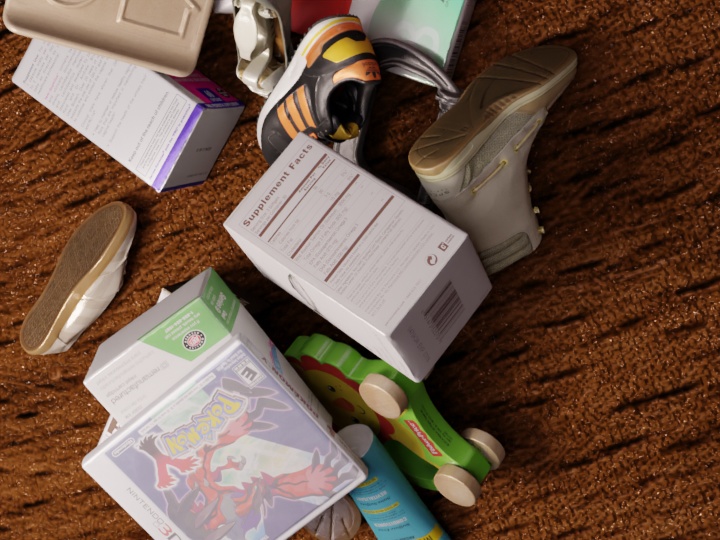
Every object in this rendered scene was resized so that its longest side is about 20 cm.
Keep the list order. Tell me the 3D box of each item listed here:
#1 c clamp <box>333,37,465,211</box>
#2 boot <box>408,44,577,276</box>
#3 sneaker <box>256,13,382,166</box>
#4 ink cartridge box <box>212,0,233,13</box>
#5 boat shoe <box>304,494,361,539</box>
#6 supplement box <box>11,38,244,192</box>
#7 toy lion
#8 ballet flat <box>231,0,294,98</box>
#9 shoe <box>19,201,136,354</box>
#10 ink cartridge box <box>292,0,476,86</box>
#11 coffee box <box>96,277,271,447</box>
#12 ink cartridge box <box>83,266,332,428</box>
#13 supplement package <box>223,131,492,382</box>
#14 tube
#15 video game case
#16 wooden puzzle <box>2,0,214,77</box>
[{"bbox_3d":[0.052,-0.119,1.320,0.170,0.027,0.201,23,125,24],"label":"c clamp"},{"bbox_3d":[0.142,-0.101,1.279,0.072,0.200,0.155,23,147,46],"label":"boot"},{"bbox_3d":[-0.039,-0.145,1.305,0.090,0.070,0.200,63,143,28],"label":"sneaker"},{"bbox_3d":[-0.063,-0.340,1.296,0.199,0.085,0.146,-14,93,37],"label":"ink cartridge box"},{"bbox_3d":[-0.077,0.197,1.416,0.200,0.072,0.072,42,95,0],"label":"boat shoe"},{"bbox_3d":[-0.235,-0.180,1.399,0.200,0.101,0.104,35,108,11],"label":"supplement box"},{"bbox_3d":[0.017,0.140,1.349,0.191,0.069,0.200,-8,127,52],"label":"toy lion"},{"bbox_3d":[-0.096,-0.211,1.302,0.067,0.064,0.200,21,149,12],"label":"ballet flat"},{"bbox_3d":[-0.295,0.011,1.484,0.200,0.053,0.070,-53,47,16],"label":"shoe"},{"bbox_3d":[0.015,-0.282,1.319,0.199,0.050,0.162,20,105,14],"label":"ink cartridge box"},{"bbox_3d":[-0.183,0.113,1.420,0.080,0.114,0.201,29,108,13],"label":"coffee box"},{"bbox_3d":[-0.141,0.124,1.311,0.145,0.088,0.200,-34,107,12],"label":"ink cartridge box"},{"bbox_3d":[-0.001,-0.013,1.238,0.200,0.117,0.117,34,80,28],"label":"supplement package"},{"bbox_3d":[0.031,0.234,1.361,0.077,0.051,0.200,-12,129,26],"label":"tube"},{"bbox_3d":[-0.125,0.182,1.274,0.200,0.023,0.182,-39,105,13],"label":"video game case"},{"bbox_3d":[-0.220,-0.299,1.277,0.184,0.046,0.201,13,106,-16],"label":"wooden puzzle"}]
